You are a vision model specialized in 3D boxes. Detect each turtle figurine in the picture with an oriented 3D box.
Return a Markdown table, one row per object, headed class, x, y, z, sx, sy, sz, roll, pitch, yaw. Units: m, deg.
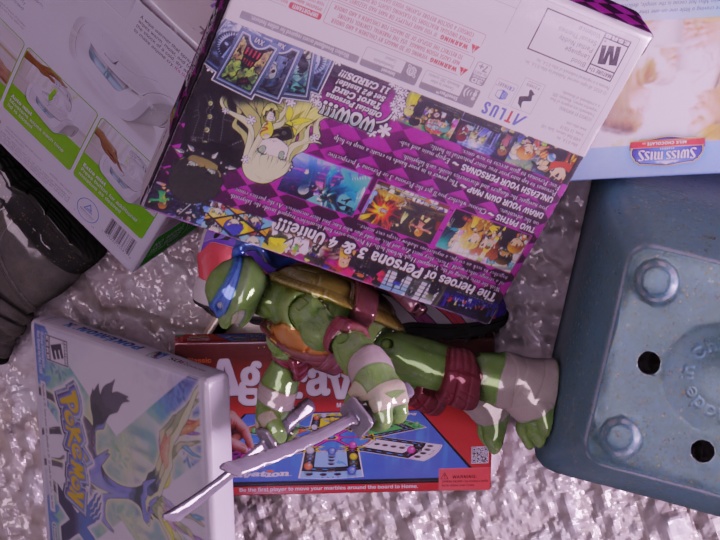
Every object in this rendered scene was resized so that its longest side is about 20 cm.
| class | x | y | z | sx | sy | sz | roll | pitch | yaw |
| --- | --- | --- | --- | --- | --- | --- | --- | --- | --- |
| turtle figurine | -0.002 | 0.080 | 0.817 | 0.193 | 0.201 | 0.144 | 14 | 136 | -15 |

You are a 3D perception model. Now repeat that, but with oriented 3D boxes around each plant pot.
| class | x | y | z | sx | sy | sz | roll | pitch | yaw |
| --- | --- | --- | --- | --- | --- | --- | --- | --- | --- |
| plant pot | 0.198 | 0.046 | 0.828 | 0.195 | 0.200 | 0.197 | 14 | 99 | 13 |

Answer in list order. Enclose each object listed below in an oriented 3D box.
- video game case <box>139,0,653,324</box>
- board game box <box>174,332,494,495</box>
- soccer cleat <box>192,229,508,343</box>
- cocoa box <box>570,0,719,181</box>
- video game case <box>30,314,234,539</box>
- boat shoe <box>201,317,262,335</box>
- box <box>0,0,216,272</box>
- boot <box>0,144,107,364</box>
| class | x | y | z | sx | sy | sz | roll | pitch | yaw |
| --- | --- | --- | --- | --- | --- | --- | --- | --- | --- |
| video game case | 0.015 | -0.079 | 0.739 | 0.199 | 0.036 | 0.182 | 18 | 118 | -16 |
| board game box | -0.016 | 0.090 | 0.940 | 0.199 | 0.019 | 0.104 | -1 | 105 | -4 |
| soccer cleat | 0.000 | 0.000 | 0.905 | 0.199 | 0.068 | 0.074 | 7 | 97 | -15 |
| cocoa box | 0.131 | -0.130 | 0.823 | 0.199 | 0.131 | 0.134 | -3 | 113 | -2 |
| video game case | -0.146 | 0.142 | 0.955 | 0.182 | 0.022 | 0.201 | 13 | 110 | 43 |
| boat shoe | -0.056 | 0.025 | 0.960 | 0.071 | 0.063 | 0.200 | 40 | 102 | 9 |
| box | -0.152 | -0.134 | 0.913 | 0.200 | 0.097 | 0.177 | 43 | 132 | 7 |
| boot | -0.274 | -0.042 | 1.008 | 0.130 | 0.068 | 0.200 | -40 | 84 | 20 |
